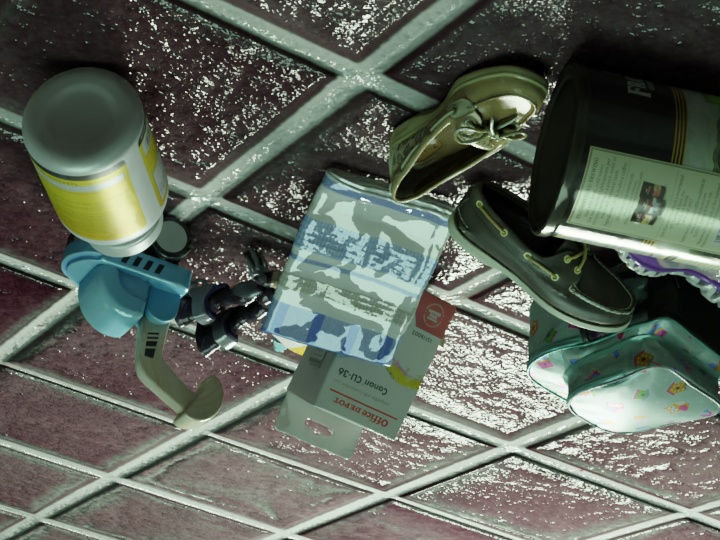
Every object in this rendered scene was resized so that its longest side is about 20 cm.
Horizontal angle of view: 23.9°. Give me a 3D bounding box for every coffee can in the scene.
[{"bbox_3d":[0.255,-0.081,1.418,0.200,0.147,0.146,12,154,-6],"label":"coffee can"}]

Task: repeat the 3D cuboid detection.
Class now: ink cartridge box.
[{"bbox_3d":[0.004,0.102,1.799,0.116,0.200,0.067,26,177,-32],"label":"ink cartridge box"}]

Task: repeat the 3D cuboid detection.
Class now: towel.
[{"bbox_3d":[0.000,0.000,1.685,0.147,0.024,0.200,17,118,-14],"label":"towel"}]

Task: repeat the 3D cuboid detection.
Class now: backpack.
[{"bbox_3d":[0.270,0.081,1.738,0.200,0.154,0.176,-12,151,40],"label":"backpack"}]

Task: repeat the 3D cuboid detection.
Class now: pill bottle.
[{"bbox_3d":[-0.241,-0.093,1.591,0.112,0.112,0.200,6,153,7],"label":"pill bottle"}]

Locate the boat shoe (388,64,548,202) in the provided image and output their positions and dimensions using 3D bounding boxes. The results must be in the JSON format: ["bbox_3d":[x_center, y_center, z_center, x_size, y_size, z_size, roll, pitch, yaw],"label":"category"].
[{"bbox_3d":[0.093,-0.118,1.490,0.073,0.063,0.200,22,151,-23],"label":"boat shoe"}]

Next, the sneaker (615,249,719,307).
[{"bbox_3d":[0.316,-0.032,1.587,0.200,0.081,0.088,20,145,-32],"label":"sneaker"}]

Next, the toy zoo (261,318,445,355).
[{"bbox_3d":[-0.021,0.070,1.953,0.200,0.020,0.131,-12,147,37],"label":"toy zoo"}]

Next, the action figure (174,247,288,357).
[{"bbox_3d":[-0.105,0.026,1.842,0.200,0.069,0.130,-18,138,24],"label":"action figure"}]

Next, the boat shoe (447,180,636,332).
[{"bbox_3d":[0.180,-0.013,1.616,0.201,0.072,0.061,31,137,0],"label":"boat shoe"}]

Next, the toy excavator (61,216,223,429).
[{"bbox_3d":[-0.227,0.050,1.774,0.194,0.200,0.100,20,152,-21],"label":"toy excavator"}]
